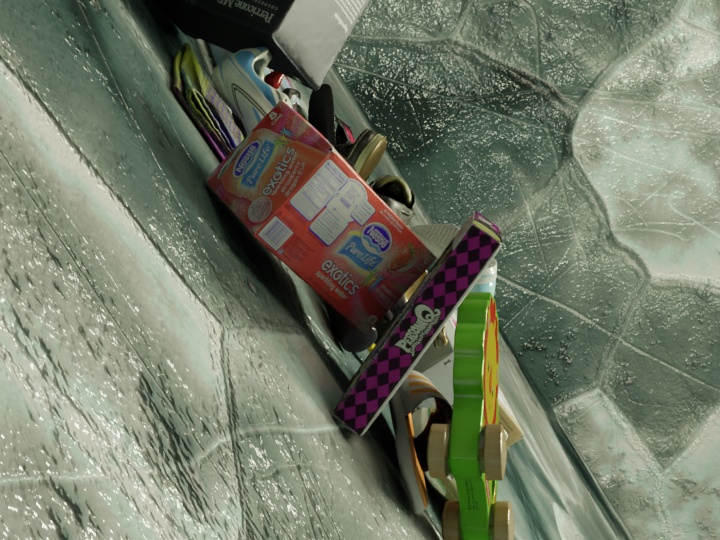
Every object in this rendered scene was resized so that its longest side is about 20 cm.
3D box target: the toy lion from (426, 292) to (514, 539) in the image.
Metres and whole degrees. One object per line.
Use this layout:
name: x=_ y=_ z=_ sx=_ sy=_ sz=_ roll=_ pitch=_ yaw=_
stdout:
toy lion: x=0.106 y=0.129 z=1.374 sx=0.201 sy=0.068 sz=0.193 roll=78 pitch=16 yaw=-49

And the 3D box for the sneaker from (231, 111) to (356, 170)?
sneaker: x=-0.076 y=-0.102 z=1.643 sx=0.201 sy=0.075 sz=0.116 roll=47 pitch=-30 yaw=34

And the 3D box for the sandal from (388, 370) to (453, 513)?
sandal: x=0.062 y=0.154 z=1.410 sx=0.207 sy=0.058 sz=0.080 roll=-100 pitch=176 yaw=-64

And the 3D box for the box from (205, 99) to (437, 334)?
box: x=-0.032 y=-0.045 z=1.354 sx=0.095 sy=0.103 sz=0.200 roll=46 pitch=3 yaw=41

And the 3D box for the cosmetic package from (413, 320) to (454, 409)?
cosmetic package: x=0.056 y=0.057 z=1.762 sx=0.113 sy=0.081 sz=0.201 roll=48 pitch=14 yaw=-54

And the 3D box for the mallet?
mallet: x=0.021 y=0.096 z=1.546 sx=0.201 sy=0.041 sz=0.066 roll=58 pitch=6 yaw=-41

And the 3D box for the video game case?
video game case: x=0.053 y=0.041 z=1.333 sx=0.036 sy=0.201 sz=0.181 roll=36 pitch=8 yaw=1

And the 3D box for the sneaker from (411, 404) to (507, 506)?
sneaker: x=0.109 y=0.188 z=1.535 sx=0.077 sy=0.088 sz=0.201 roll=54 pitch=9 yaw=-33

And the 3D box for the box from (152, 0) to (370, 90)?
box: x=-0.090 y=-0.324 z=1.573 sx=0.195 sy=0.202 sz=0.117 roll=25 pitch=-10 yaw=30

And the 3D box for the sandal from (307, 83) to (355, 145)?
sandal: x=-0.025 y=-0.129 z=1.807 sx=0.075 sy=0.044 sz=0.203 roll=-131 pitch=-151 yaw=-62

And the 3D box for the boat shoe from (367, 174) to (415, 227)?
boat shoe: x=0.032 y=-0.072 z=1.697 sx=0.071 sy=0.067 sz=0.201 roll=28 pitch=15 yaw=-1

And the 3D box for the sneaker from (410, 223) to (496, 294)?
sneaker: x=0.104 y=0.002 z=1.837 sx=0.200 sy=0.073 sz=0.083 roll=-128 pitch=-140 yaw=-66

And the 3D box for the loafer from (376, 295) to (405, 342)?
loafer: x=0.000 y=0.000 z=1.532 sx=0.063 sy=0.071 sz=0.202 roll=-123 pitch=-171 yaw=-61

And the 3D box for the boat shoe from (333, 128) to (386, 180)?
boat shoe: x=-0.030 y=-0.106 z=1.699 sx=0.065 sy=0.073 sz=0.200 roll=40 pitch=-31 yaw=1

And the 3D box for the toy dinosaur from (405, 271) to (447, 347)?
toy dinosaur: x=0.018 y=0.007 z=1.609 sx=0.201 sy=0.100 sz=0.058 roll=57 pitch=5 yaw=-25

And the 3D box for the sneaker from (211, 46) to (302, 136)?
sneaker: x=-0.077 y=-0.130 z=1.476 sx=0.202 sy=0.072 sz=0.072 roll=62 pitch=6 yaw=15

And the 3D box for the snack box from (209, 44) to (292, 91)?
snack box: x=-0.119 y=-0.216 z=1.795 sx=0.143 sy=0.053 sz=0.201 roll=53 pitch=10 yaw=-35

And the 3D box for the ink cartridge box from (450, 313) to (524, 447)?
ink cartridge box: x=0.113 y=0.123 z=1.907 sx=0.200 sy=0.075 sz=0.166 roll=50 pitch=12 yaw=-49

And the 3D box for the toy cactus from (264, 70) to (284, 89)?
toy cactus: x=-0.085 y=-0.301 z=1.676 sx=0.102 sy=0.165 sz=0.201 roll=33 pitch=22 yaw=-40

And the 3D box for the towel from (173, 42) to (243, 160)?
towel: x=-0.122 y=-0.124 z=1.506 sx=0.201 sy=0.023 sz=0.144 roll=56 pitch=8 yaw=-23
